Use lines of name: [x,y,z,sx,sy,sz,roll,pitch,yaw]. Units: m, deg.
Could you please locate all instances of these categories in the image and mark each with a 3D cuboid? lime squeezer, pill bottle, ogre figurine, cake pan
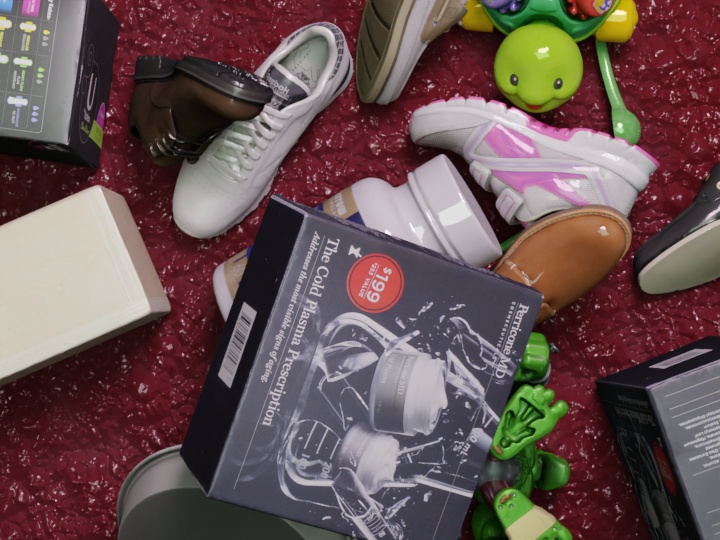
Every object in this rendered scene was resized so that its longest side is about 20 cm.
lime squeezer: [0.180,-0.096,1.292,0.070,0.038,0.200,23,89,0]
pill bottle: [0.000,0.000,1.232,0.200,0.120,0.120,-31,89,9]
ogre figurine: [0.115,0.150,1.245,0.098,0.120,0.201,-13,90,-5]
cake pan: [-0.097,0.218,1.225,0.200,0.037,0.201,9,126,13]

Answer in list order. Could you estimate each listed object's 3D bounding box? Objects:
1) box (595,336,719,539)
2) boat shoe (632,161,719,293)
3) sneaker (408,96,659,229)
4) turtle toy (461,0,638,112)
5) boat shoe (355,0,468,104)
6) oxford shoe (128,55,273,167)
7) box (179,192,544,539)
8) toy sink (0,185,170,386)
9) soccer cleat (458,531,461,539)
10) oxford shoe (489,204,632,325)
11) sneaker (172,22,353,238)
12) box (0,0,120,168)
box: [0.267,0.151,1.197,0.104,0.200,0.183,-21,88,-3]
boat shoe: [0.299,-0.052,1.281,0.201,0.074,0.063,-34,56,7]
sneaker: [0.124,-0.076,1.253,0.200,0.081,0.088,19,92,23]
turtle toy: [0.145,-0.220,1.255,0.145,0.101,0.201,5,88,7]
boat shoe: [0.050,-0.208,1.243,0.068,0.200,0.075,2,44,-22]
oxford shoe: [-0.121,-0.116,1.219,0.072,0.200,0.085,15,87,-25]
box: [-0.001,0.073,1.117,0.182,0.104,0.201,18,94,-19]
toy sink: [-0.262,0.020,1.242,0.200,0.130,0.112,-24,89,0]
soccer cleat: [0.037,0.279,1.256,0.073,0.068,0.201,8,103,0]
oxford shoe: [0.124,0.022,1.229,0.200,0.071,0.071,-37,110,29]
sneaker: [-0.083,-0.113,1.270,0.076,0.081,0.200,36,90,-1]
box: [-0.298,-0.157,1.235,0.199,0.149,0.125,7,88,0]
